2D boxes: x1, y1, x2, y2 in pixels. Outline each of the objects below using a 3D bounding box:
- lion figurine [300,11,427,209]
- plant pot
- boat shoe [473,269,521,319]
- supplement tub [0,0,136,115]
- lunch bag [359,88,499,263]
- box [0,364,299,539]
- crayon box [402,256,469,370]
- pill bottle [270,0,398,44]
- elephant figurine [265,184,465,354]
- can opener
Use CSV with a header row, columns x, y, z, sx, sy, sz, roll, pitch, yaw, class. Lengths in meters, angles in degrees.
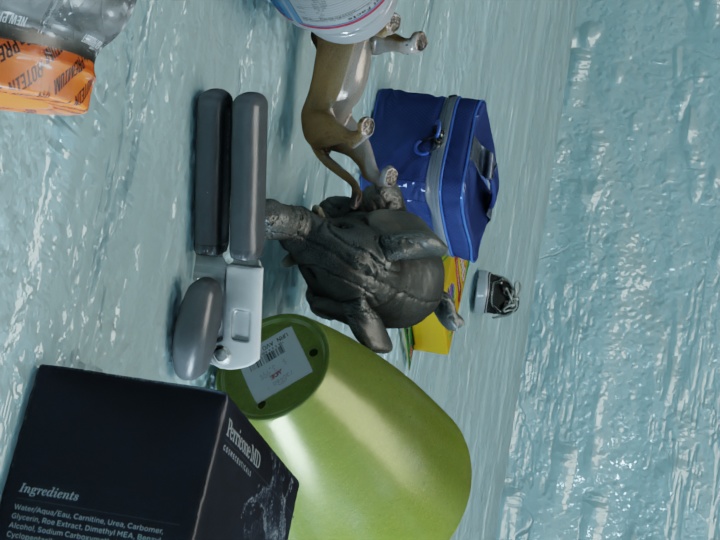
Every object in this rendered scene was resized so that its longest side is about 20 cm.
x,y,z,sx,sy,sz,roll,pitch,yaw,class
-0.014,-0.157,1.197,0.072,0.122,0.201,18,90,-47,lion figurine
-0.031,0.127,1.147,0.200,0.186,0.188,57,39,-48,plant pot
0.228,0.045,2.404,0.199,0.068,0.074,45,53,-74,boat shoe
-0.140,-0.167,0.568,0.122,0.122,0.201,15,82,-77,supplement tub
0.083,-0.102,1.550,0.200,0.132,0.137,69,31,-65,lunch bag
-0.126,0.184,0.841,0.197,0.117,0.201,66,32,-66,box
0.098,0.016,1.865,0.127,0.051,0.201,78,23,-56,crayon box
-0.028,-0.236,1.046,0.200,0.108,0.109,48,51,-74,pill bottle
0.000,0.000,1.207,0.200,0.154,0.142,-46,127,-84,elephant figurine
-0.093,-0.023,1.007,0.066,0.052,0.201,-33,129,-72,can opener
